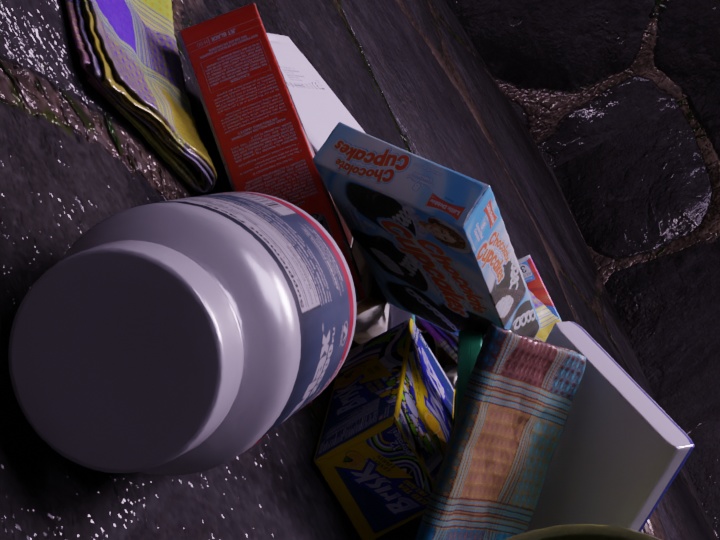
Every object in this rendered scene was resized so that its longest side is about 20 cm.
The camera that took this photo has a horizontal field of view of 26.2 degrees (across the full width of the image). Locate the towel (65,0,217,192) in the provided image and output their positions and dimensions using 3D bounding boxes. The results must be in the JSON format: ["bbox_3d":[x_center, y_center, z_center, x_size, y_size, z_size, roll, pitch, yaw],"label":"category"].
[{"bbox_3d":[-0.150,-0.154,1.029,0.144,0.023,0.200,47,19,-48],"label":"towel"}]

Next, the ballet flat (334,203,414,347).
[{"bbox_3d":[0.000,0.000,1.160,0.073,0.073,0.200,-99,-173,-57],"label":"ballet flat"}]

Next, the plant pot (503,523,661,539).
[{"bbox_3d":[0.137,0.288,0.921,0.200,0.200,0.190,-102,172,-53],"label":"plant pot"}]

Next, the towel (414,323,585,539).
[{"bbox_3d":[0.085,0.140,0.994,0.022,0.200,0.147,19,0,30],"label":"towel"}]

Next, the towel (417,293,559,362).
[{"bbox_3d":[0.106,0.035,1.242,0.144,0.023,0.200,-14,54,-49],"label":"towel"}]

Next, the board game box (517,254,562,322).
[{"bbox_3d":[0.152,0.106,1.450,0.103,0.105,0.200,85,-19,-74],"label":"board game box"}]

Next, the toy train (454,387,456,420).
[{"bbox_3d":[0.120,0.174,1.261,0.200,0.085,0.114,-110,-164,-50],"label":"toy train"}]

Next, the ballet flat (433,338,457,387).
[{"bbox_3d":[0.084,0.073,1.356,0.063,0.069,0.200,-18,103,-51],"label":"ballet flat"}]

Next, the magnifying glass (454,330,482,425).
[{"bbox_3d":[0.073,0.134,1.087,0.080,0.022,0.200,-80,170,-62],"label":"magnifying glass"}]

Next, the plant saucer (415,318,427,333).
[{"bbox_3d":[0.000,-0.029,1.349,0.200,0.032,0.200,56,14,-22],"label":"plant saucer"}]

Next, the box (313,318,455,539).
[{"bbox_3d":[0.020,0.104,1.063,0.070,0.064,0.200,59,13,-12],"label":"box"}]

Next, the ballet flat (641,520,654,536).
[{"bbox_3d":[0.146,0.146,1.167,0.200,0.067,0.046,42,-36,40],"label":"ballet flat"}]

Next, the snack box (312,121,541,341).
[{"bbox_3d":[0.049,-0.014,1.035,0.116,0.037,0.200,25,-18,27],"label":"snack box"}]

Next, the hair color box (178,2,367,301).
[{"bbox_3d":[-0.061,-0.073,1.074,0.102,0.061,0.200,68,1,-66],"label":"hair color box"}]

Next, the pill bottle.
[{"bbox_3d":[-0.078,0.027,0.700,0.120,0.119,0.200,62,13,1],"label":"pill bottle"}]

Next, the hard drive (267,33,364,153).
[{"bbox_3d":[-0.033,-0.116,1.283,0.200,0.025,0.132,52,20,11],"label":"hard drive"}]

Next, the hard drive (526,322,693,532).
[{"bbox_3d":[0.141,0.156,1.098,0.025,0.200,0.132,-2,38,-40],"label":"hard drive"}]
